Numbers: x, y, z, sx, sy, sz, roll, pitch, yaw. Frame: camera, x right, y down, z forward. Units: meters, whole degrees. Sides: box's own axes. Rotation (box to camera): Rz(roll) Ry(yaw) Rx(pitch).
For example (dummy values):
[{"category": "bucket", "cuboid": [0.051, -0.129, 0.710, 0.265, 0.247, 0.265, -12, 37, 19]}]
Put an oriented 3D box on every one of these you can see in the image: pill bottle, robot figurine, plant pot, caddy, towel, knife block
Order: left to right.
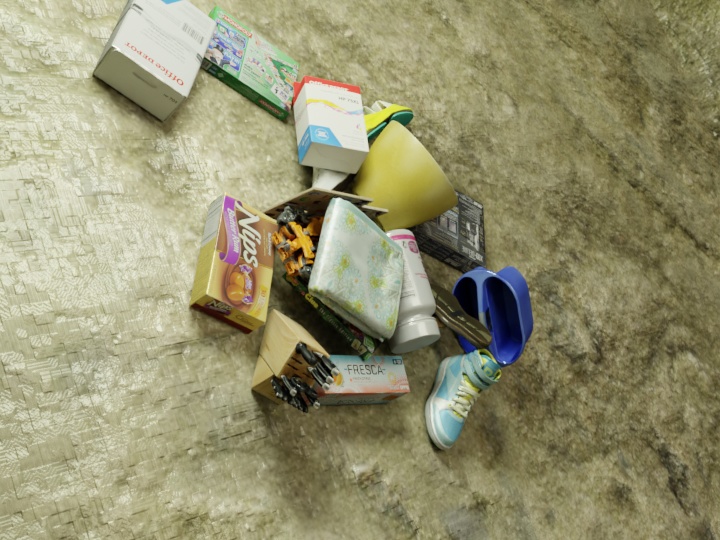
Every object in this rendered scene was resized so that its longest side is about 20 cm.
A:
[{"category": "knife block", "cuboid": [-0.090, 0.128, 1.535, 0.064, 0.175, 0.202, 32, 47, -26]}, {"category": "robot figurine", "cuboid": [-0.076, -0.036, 1.675, 0.199, 0.058, 0.147, -2, 63, -59]}, {"category": "towel", "cuboid": [0.000, 0.000, 1.646, 0.199, 0.048, 0.174, 37, 52, -39]}, {"category": "plant pot", "cuboid": [0.067, -0.158, 1.864, 0.141, 0.200, 0.201, -39, 97, -4]}, {"category": "pill bottle", "cuboid": [0.071, 0.039, 1.792, 0.112, 0.113, 0.203, 0, 67, -44]}, {"category": "caddy", "cuboid": [0.252, 0.086, 1.899, 0.105, 0.139, 0.203, -37, 120, -53]}]

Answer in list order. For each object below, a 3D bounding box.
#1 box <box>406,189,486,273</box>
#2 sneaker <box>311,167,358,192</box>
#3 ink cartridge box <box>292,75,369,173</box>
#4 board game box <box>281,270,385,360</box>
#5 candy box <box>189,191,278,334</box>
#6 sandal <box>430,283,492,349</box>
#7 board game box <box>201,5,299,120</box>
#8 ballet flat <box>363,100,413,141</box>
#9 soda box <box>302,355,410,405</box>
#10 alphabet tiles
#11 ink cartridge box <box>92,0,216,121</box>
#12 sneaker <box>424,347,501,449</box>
[{"category": "box", "cuboid": [0.170, -0.099, 2.019, 0.198, 0.050, 0.160, 25, 51, -32]}, {"category": "sneaker", "cuboid": [-0.070, -0.171, 1.830, 0.084, 0.073, 0.200, 31, 44, 6]}, {"category": "ink cartridge box", "cuboid": [-0.058, -0.284, 1.822, 0.114, 0.067, 0.203, 7, 55, -22]}, {"category": "board game box", "cuboid": [-0.040, 0.060, 1.692, 0.200, 0.023, 0.105, 45, 23, 2]}, {"category": "candy box", "cuboid": [-0.201, -0.013, 1.603, 0.116, 0.056, 0.203, 29, 50, -30]}, {"category": "sandal", "cuboid": [0.166, 0.091, 1.859, 0.081, 0.055, 0.200, -8, 41, -48]}, {"category": "board game box", "cuboid": [-0.206, -0.385, 1.841, 0.199, 0.029, 0.136, 31, 47, -28]}, {"category": "ballet flat", "cuboid": [0.036, -0.309, 2.009, 0.067, 0.067, 0.199, 47, 41, 9]}, {"category": "soda box", "cuboid": [-0.011, 0.184, 1.662, 0.198, 0.063, 0.069, 6, 61, -43]}, {"category": "alphabet tiles", "cuboid": [-0.055, -0.104, 1.716, 0.198, 0.166, 0.008, 7, 72, -41]}, {"category": "ink cartridge box", "cuboid": [-0.342, -0.375, 1.661, 0.146, 0.086, 0.202, 33, 48, -24]}, {"category": "sneaker", "cuboid": [0.190, 0.220, 1.786, 0.079, 0.130, 0.202, 37, 46, -24]}]
